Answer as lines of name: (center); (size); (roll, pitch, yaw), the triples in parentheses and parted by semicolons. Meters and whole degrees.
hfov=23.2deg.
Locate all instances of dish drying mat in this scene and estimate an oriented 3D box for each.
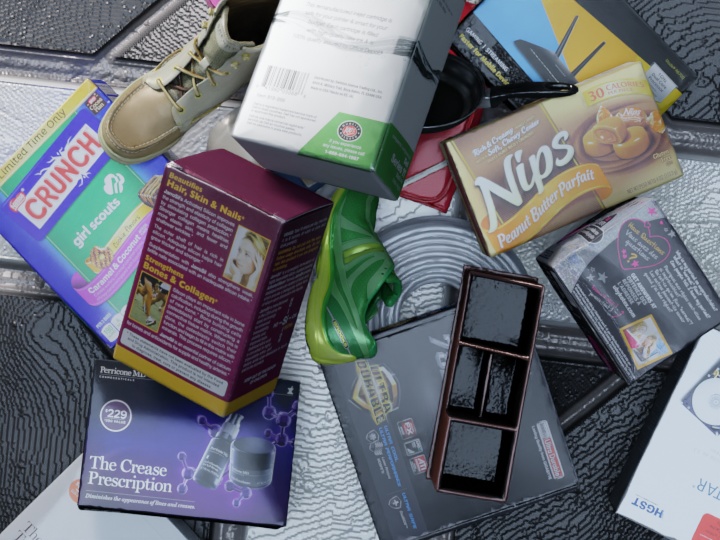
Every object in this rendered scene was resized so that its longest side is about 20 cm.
dish drying mat: (0.082, -0.163, 1.713); (0.076, 0.018, 0.202); (19, 93, 1)

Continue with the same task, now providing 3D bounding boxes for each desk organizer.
desk organizer: (0.113, 0.102, 1.580); (0.071, 0.077, 0.202); (10, 93, -2)

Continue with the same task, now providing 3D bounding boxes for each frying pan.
frying pan: (0.094, -0.171, 1.624); (0.188, 0.115, 0.031); (-12, 135, -12)

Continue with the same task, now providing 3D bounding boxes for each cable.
cable: (0.072, 0.047, 1.696); (0.199, 0.069, 0.201); (27, 93, 1)

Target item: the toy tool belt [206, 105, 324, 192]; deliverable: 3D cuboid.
toy tool belt: (-0.040, -0.118, 1.661); (0.200, 0.125, 0.123); (-39, 65, 2)

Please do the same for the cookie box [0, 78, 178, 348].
cookie box: (-0.247, -0.057, 1.703); (0.171, 0.075, 0.200); (-45, 90, 4)

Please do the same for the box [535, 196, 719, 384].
box: (0.248, 0.011, 1.622); (0.114, 0.200, 0.133); (-34, 91, 2)

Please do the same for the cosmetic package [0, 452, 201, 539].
cosmetic package: (-0.242, 0.289, 1.731); (0.151, 0.052, 0.200); (-44, 90, 1)

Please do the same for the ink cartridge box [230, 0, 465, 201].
ink cartridge box: (-0.008, -0.181, 1.556); (0.145, 0.083, 0.202); (15, 78, 23)

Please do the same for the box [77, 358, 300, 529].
box: (-0.165, 0.167, 1.681); (0.198, 0.079, 0.143); (6, 78, -8)

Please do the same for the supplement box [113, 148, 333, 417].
supplement box: (-0.126, 0.009, 1.595); (0.130, 0.103, 0.201); (27, 112, 19)

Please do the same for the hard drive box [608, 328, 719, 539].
hard drive box: (0.352, 0.171, 1.687); (0.155, 0.077, 0.201); (24, 94, 2)

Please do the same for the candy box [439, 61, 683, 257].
candy box: (0.186, -0.104, 1.634); (0.198, 0.055, 0.116); (-23, 95, -1)

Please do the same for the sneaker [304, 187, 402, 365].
sneaker: (0.000, 0.000, 1.632); (0.083, 0.074, 0.202); (7, 63, 5)

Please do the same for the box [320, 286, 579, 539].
box: (0.083, 0.138, 1.645); (0.197, 0.050, 0.202); (-18, 95, 3)

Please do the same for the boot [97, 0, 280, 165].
boot: (-0.149, -0.185, 1.620); (0.200, 0.155, 0.072); (-39, 92, -26)

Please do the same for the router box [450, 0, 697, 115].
router box: (0.200, -0.203, 1.680); (0.200, 0.051, 0.149); (44, 92, -7)

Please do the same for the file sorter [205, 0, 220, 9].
file sorter: (-0.075, -0.337, 1.659); (0.199, 0.125, 0.140); (-23, 91, 3)
